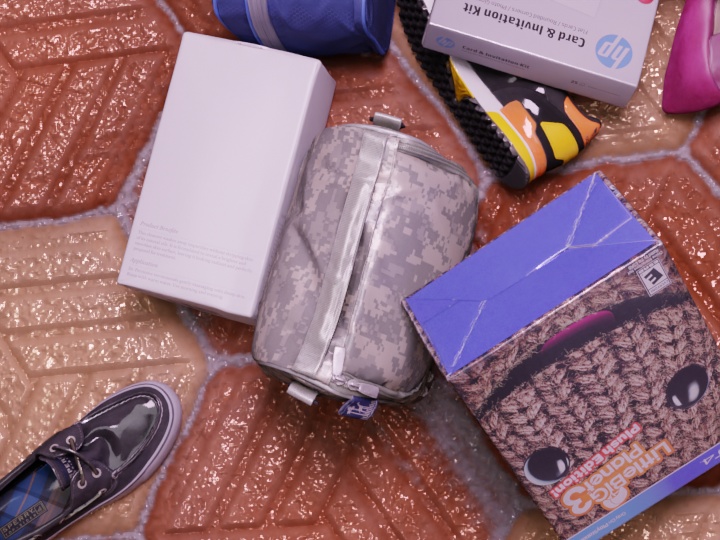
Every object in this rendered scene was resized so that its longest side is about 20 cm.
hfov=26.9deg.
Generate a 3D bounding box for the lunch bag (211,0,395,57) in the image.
[{"bbox_3d":[-0.042,-0.264,1.121,0.132,0.136,0.200,4,83,10],"label":"lunch bag"}]

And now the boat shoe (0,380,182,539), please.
[{"bbox_3d":[-0.223,0.153,1.133,0.200,0.066,0.070,-35,79,4],"label":"boat shoe"}]

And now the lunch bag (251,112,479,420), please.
[{"bbox_3d":[0.000,0.000,1.064,0.139,0.168,0.200,15,86,11],"label":"lunch bag"}]

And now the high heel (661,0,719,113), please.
[{"bbox_3d":[0.247,-0.217,1.113,0.096,0.067,0.200,-23,60,39],"label":"high heel"}]

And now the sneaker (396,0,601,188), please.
[{"bbox_3d":[0.102,-0.161,1.127,0.090,0.070,0.200,-27,77,-14],"label":"sneaker"}]

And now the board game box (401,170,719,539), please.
[{"bbox_3d":[0.151,0.065,1.008,0.159,0.200,0.097,-34,36,4],"label":"board game box"}]

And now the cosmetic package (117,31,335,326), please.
[{"bbox_3d":[-0.098,-0.068,1.135,0.113,0.081,0.200,15,84,11],"label":"cosmetic package"}]

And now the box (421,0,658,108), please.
[{"bbox_3d":[0.145,-0.234,1.098,0.156,0.041,0.200,17,72,0],"label":"box"}]
